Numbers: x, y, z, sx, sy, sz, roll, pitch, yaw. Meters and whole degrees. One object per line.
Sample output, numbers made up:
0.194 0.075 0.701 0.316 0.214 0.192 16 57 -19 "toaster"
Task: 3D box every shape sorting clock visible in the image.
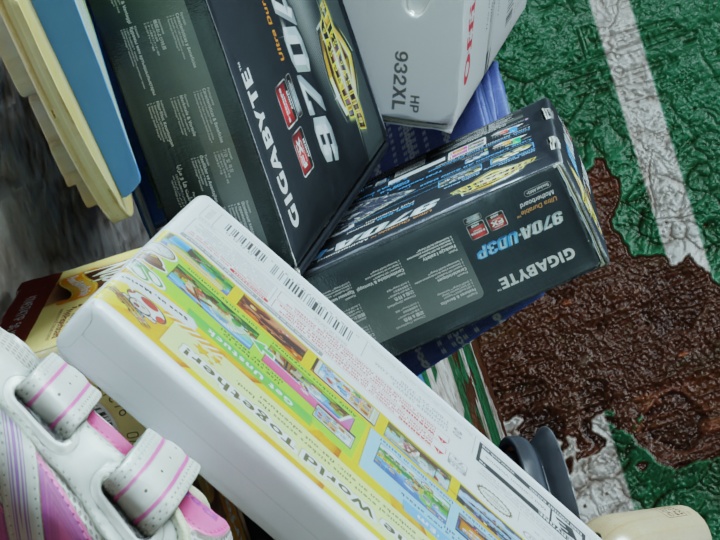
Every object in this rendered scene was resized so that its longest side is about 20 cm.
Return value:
-0.118 -0.108 0.750 0.200 0.039 0.201 161 -90 -87 "shape sorting clock"

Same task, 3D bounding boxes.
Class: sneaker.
-0.084 0.063 0.636 0.081 0.088 0.201 -83 154 -75 "sneaker"

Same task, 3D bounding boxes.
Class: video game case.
0.001 0.062 0.746 0.200 0.023 0.182 42 13 -3 "video game case"

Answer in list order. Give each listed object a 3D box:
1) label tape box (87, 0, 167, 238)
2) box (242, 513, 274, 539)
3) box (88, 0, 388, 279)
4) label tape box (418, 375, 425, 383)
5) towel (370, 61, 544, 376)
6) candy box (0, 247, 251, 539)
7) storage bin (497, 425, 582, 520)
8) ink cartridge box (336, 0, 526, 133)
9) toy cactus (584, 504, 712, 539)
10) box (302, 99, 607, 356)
-0.087 -0.107 0.998 0.200 0.066 0.144 -118 -171 -75 "label tape box"
0.001 0.178 0.892 0.157 0.049 0.202 -9 -81 63 "box"
-0.054 -0.111 0.882 0.159 0.046 0.201 -57 131 -66 "box"
-0.025 0.046 1.233 0.200 0.066 0.144 47 -15 47 "label tape box"
0.002 0.000 1.102 0.024 0.200 0.146 25 41 -42 "towel"
-0.070 0.104 0.791 0.115 0.055 0.201 -84 157 -76 "candy box"
0.038 0.180 1.059 0.146 0.133 0.201 105 -24 -54 "storage bin"
0.026 -0.164 1.038 0.200 0.083 0.146 -59 155 -66 "ink cartridge box"
0.078 0.124 0.949 0.164 0.199 0.103 -15 102 -40 "toy cactus"
0.000 0.000 0.953 0.159 0.199 0.046 -80 145 -77 "box"
